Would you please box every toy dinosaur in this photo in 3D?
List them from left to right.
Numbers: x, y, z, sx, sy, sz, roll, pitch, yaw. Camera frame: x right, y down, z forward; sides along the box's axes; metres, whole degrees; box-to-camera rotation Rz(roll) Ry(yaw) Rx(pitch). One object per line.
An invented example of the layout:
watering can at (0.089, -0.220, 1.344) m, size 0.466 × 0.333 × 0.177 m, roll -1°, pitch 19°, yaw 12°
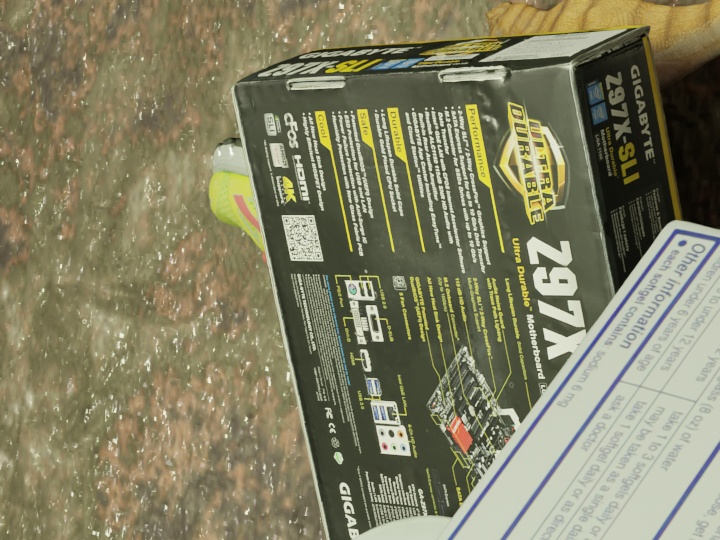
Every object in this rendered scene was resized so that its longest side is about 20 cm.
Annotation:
toy dinosaur at (0.092, -0.072, 0.937) m, size 0.199 × 0.060 × 0.107 m, roll -2°, pitch 82°, yaw 55°

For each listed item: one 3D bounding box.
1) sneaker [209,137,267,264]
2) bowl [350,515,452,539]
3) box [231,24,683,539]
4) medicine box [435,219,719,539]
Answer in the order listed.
sneaker at (0.000, 0.000, 1.044) m, size 0.200 × 0.078 × 0.091 m, roll 19°, pitch 103°, yaw 54°
bowl at (0.023, 0.190, 0.888) m, size 0.201 × 0.090 × 0.202 m, roll -37°, pitch 36°, yaw 33°
box at (0.043, 0.023, 0.923) m, size 0.159 × 0.049 × 0.201 m, roll -1°, pitch 107°, yaw 43°
medicine box at (0.127, 0.100, 0.710) m, size 0.199 × 0.103 × 0.182 m, roll 15°, pitch 55°, yaw 40°
